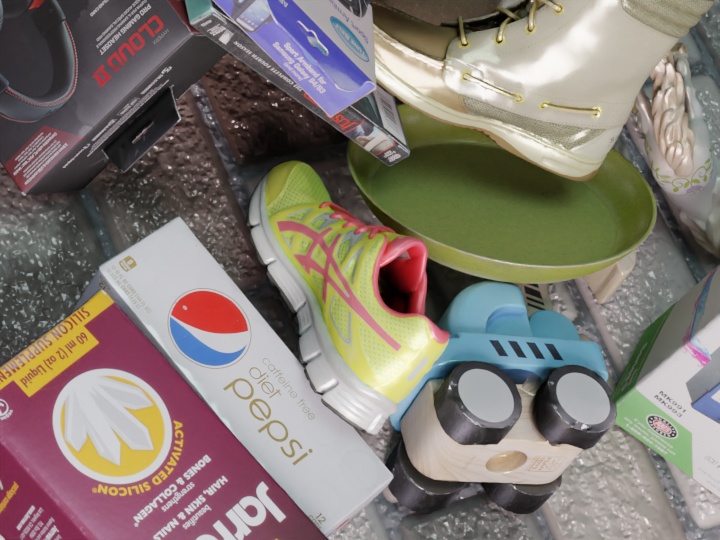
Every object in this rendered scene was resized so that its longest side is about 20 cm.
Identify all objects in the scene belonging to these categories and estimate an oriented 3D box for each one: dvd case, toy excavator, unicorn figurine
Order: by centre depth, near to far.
[{"bbox_3d":[-0.046,-0.161,1.290,0.200,0.022,0.147,30,36,-48],"label":"dvd case"},{"bbox_3d":[0.100,0.040,1.323,0.193,0.100,0.201,4,53,-24],"label":"toy excavator"},{"bbox_3d":[0.223,-0.073,1.429,0.200,0.074,0.138,13,54,-58],"label":"unicorn figurine"}]

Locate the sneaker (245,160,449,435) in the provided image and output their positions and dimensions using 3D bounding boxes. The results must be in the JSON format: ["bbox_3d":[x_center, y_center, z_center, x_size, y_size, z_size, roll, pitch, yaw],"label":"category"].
[{"bbox_3d":[0.000,0.000,1.266,0.078,0.090,0.201,29,28,-46],"label":"sneaker"}]

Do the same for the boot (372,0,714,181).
[{"bbox_3d":[0.099,-0.156,1.306,0.199,0.155,0.072,24,31,-18],"label":"boot"}]

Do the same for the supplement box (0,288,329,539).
[{"bbox_3d":[-0.124,0.127,1.170,0.200,0.086,0.110,47,55,5],"label":"supplement box"}]

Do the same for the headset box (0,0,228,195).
[{"bbox_3d":[-0.176,-0.152,1.253,0.200,0.148,0.075,54,21,9],"label":"headset box"}]

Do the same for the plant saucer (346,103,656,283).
[{"bbox_3d":[0.087,-0.047,1.351,0.199,0.031,0.200,9,33,-6],"label":"plant saucer"}]

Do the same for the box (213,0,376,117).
[{"bbox_3d":[-0.042,-0.181,1.247,0.119,0.041,0.201,43,30,-34],"label":"box"}]

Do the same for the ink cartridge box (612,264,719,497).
[{"bbox_3d":[0.264,0.063,1.312,0.145,0.200,0.088,36,55,-3],"label":"ink cartridge box"}]

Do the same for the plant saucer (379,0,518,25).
[{"bbox_3d":[0.066,-0.217,1.417,0.037,0.201,0.200,20,41,42],"label":"plant saucer"}]

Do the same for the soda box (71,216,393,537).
[{"bbox_3d":[-0.076,0.071,1.237,0.068,0.064,0.200,-35,82,-35],"label":"soda box"}]
